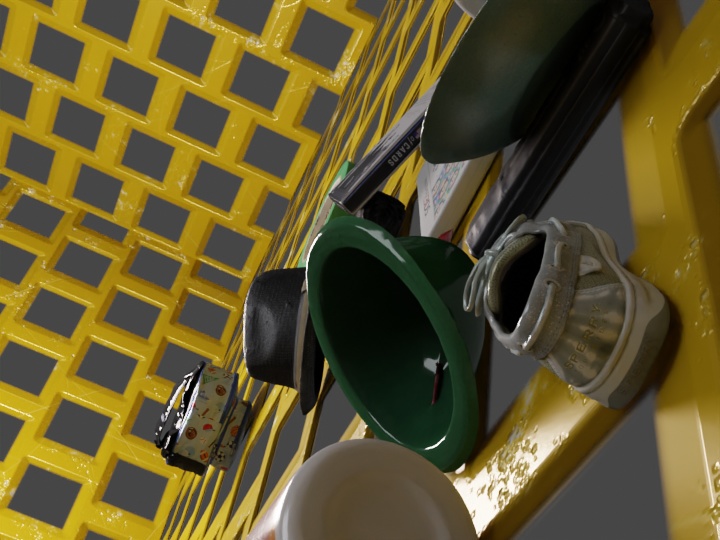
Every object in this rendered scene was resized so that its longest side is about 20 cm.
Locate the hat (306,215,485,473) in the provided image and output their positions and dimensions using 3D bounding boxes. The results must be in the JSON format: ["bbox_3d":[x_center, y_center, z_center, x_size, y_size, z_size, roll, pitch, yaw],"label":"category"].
[{"bbox_3d":[0.074,0.012,0.677,0.175,0.200,0.167,-23,-34,-29],"label":"hat"}]

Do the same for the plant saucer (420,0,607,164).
[{"bbox_3d":[0.117,-0.141,0.651,0.201,0.039,0.201,-46,-15,-16],"label":"plant saucer"}]

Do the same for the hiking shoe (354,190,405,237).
[{"bbox_3d":[0.000,0.000,1.104,0.201,0.075,0.101,-63,-6,-50],"label":"hiking shoe"}]

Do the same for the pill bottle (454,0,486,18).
[{"bbox_3d":[0.145,-0.298,0.786,0.120,0.119,0.202,132,160,-64],"label":"pill bottle"}]

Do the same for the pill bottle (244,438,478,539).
[{"bbox_3d":[-0.022,0.187,0.566,0.200,0.111,0.113,123,167,-48],"label":"pill bottle"}]

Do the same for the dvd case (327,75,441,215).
[{"bbox_3d":[0.045,-0.145,1.108,0.200,0.025,0.150,-46,9,0],"label":"dvd case"}]

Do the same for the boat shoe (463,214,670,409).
[{"bbox_3d":[0.089,0.008,0.503,0.202,0.064,0.075,-101,36,-75],"label":"boat shoe"}]

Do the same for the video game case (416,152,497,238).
[{"bbox_3d":[0.105,-0.135,0.923,0.182,0.023,0.201,-86,22,-65],"label":"video game case"}]

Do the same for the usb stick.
[{"bbox_3d":[0.125,-0.088,0.651,0.201,0.032,0.056,-61,2,33],"label":"usb stick"}]

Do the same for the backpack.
[{"bbox_3d":[-0.276,0.265,1.800,0.200,0.153,0.193,174,111,-73],"label":"backpack"}]

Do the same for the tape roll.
[{"bbox_3d":[-0.041,-0.072,1.575,0.200,0.048,0.202,-157,90,-82],"label":"tape roll"}]

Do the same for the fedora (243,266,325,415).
[{"bbox_3d":[-0.087,0.066,1.169,0.201,0.090,0.203,5,-90,-86],"label":"fedora"}]
